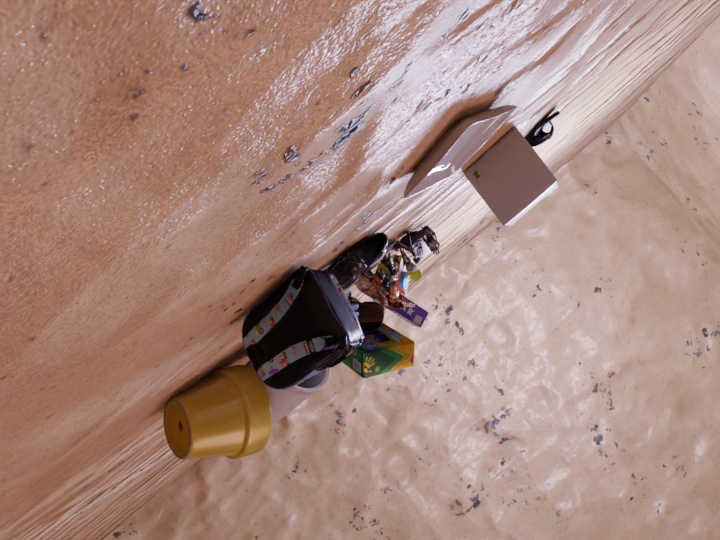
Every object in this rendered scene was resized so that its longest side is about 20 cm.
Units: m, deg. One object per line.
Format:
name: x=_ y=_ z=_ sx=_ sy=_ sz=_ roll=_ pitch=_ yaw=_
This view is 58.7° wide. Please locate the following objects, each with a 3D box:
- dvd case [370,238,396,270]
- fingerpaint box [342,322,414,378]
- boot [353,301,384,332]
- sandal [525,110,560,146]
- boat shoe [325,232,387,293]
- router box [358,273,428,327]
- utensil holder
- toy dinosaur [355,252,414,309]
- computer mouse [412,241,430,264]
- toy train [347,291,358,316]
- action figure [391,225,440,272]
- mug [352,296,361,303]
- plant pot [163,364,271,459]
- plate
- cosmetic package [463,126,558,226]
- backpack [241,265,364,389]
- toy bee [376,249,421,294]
dvd case: x=0.000 y=0.000 z=1.670 sx=0.147 sy=0.016 sz=0.200 roll=-33 pitch=169 yaw=-44
fingerpaint box: x=0.026 y=0.204 z=1.732 sx=0.162 sy=0.076 sz=0.199 roll=-8 pitch=-162 yaw=-30
boot: x=-0.032 y=0.128 z=1.746 sx=0.193 sy=0.075 sz=0.076 roll=-3 pitch=-146 yaw=5
sandal: x=0.491 y=-0.365 z=1.772 sx=0.075 sy=0.048 sz=0.201 roll=-32 pitch=170 yaw=-37
boat shoe: x=-0.009 y=-0.017 z=1.358 sx=0.198 sy=0.070 sz=0.067 roll=-35 pitch=164 yaw=-32
router box: x=0.088 y=0.084 z=1.800 sx=0.050 sy=0.197 sz=0.180 roll=-57 pitch=180 yaw=-3
utensil holder: x=-0.191 y=0.252 z=1.523 sx=0.200 sy=0.172 sz=0.169 roll=-43 pitch=170 yaw=37
toy dinosaur: x=0.057 y=0.048 z=1.614 sx=0.100 sy=0.138 sz=0.201 roll=-24 pitch=133 yaw=14
computer mouse: x=0.216 y=-0.068 z=2.176 sx=0.109 sy=0.044 sz=0.200 roll=-39 pitch=172 yaw=6
toy train: x=-0.065 y=0.099 z=1.627 sx=0.111 sy=0.089 sz=0.201 roll=-18 pitch=160 yaw=-7
action figure: x=0.158 y=-0.064 z=1.739 sx=0.117 sy=0.104 sz=0.199 roll=-30 pitch=178 yaw=22
mug: x=-0.061 y=0.165 z=1.871 sx=0.186 sy=0.149 sz=0.154 roll=-40 pitch=168 yaw=-48
plant pot: x=-0.327 y=0.328 z=1.428 sx=0.185 sy=0.205 sz=0.201 roll=-6 pitch=151 yaw=-44
plate: x=0.176 y=-0.225 z=1.171 sx=0.198 sy=0.033 sz=0.200 roll=-32 pitch=169 yaw=-47
cosmetic package: x=0.380 y=-0.227 z=1.605 sx=0.166 sy=0.168 sz=0.199 roll=-40 pitch=171 yaw=16
backpack: x=-0.114 y=0.116 z=1.196 sx=0.198 sy=0.185 sz=0.134 roll=-37 pitch=166 yaw=15
toy bee: x=0.113 y=-0.003 z=1.821 sx=0.200 sy=0.127 sz=0.112 roll=113 pitch=-9 yaw=-80
